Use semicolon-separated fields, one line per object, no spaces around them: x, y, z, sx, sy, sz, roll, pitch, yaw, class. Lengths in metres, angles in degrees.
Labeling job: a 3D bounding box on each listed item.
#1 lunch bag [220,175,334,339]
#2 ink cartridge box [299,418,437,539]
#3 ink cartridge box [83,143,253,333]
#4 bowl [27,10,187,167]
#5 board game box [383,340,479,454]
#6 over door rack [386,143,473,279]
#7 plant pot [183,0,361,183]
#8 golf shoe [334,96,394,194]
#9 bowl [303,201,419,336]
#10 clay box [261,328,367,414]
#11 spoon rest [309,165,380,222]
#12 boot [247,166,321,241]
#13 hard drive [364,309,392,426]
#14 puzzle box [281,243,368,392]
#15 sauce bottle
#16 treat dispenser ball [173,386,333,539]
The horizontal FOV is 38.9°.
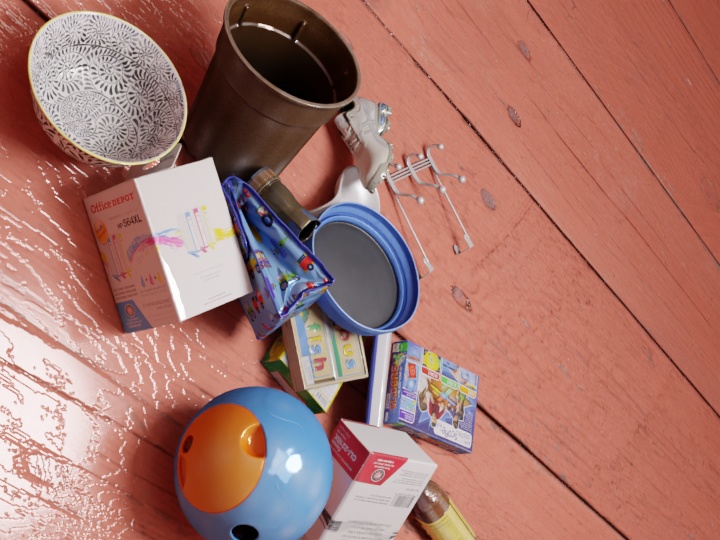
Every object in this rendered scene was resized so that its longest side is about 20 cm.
-0.137;-0.030;1.327;0.093;0.151;0.202;-32;86;-22;lunch bag
-0.007;0.319;1.403;0.143;0.084;0.202;20;104;-44;ink cartridge box
-0.242;-0.043;1.260;0.124;0.127;0.204;-23;98;-45;ink cartridge box
-0.316;-0.198;1.224;0.198;0.094;0.204;18;57;-30;bowl
0.121;0.212;1.683;0.199;0.034;0.138;29;61;-41;board game box
0.128;-0.107;1.744;0.147;0.066;0.204;-27;102;-47;over door rack
-0.130;-0.224;1.347;0.197;0.199;0.203;21;43;-21;plant pot
-0.002;-0.201;1.597;0.096;0.079;0.202;22;37;-22;golf shoe
0.000;0.000;1.472;0.198;0.039;0.204;21;54;-33;bowl
-0.055;0.098;1.501;0.115;0.047;0.201;52;46;-24;clay box
-0.030;-0.099;1.566;0.199;0.060;0.101;-31;102;-47;spoon rest
-0.102;-0.057;1.387;0.097;0.200;0.075;42;80;15;boot
0.026;0.176;1.535;0.132;0.025;0.204;86;10;-70;hard drive
-0.058;0.064;1.455;0.132;0.025;0.204;-6;82;-46;puzzle box
0.118;0.380;1.620;0.201;0.065;0.066;57;46;-22;sauce bottle
-0.132;0.246;1.263;0.199;0.199;0.205;14;70;-46;treat dispenser ball
